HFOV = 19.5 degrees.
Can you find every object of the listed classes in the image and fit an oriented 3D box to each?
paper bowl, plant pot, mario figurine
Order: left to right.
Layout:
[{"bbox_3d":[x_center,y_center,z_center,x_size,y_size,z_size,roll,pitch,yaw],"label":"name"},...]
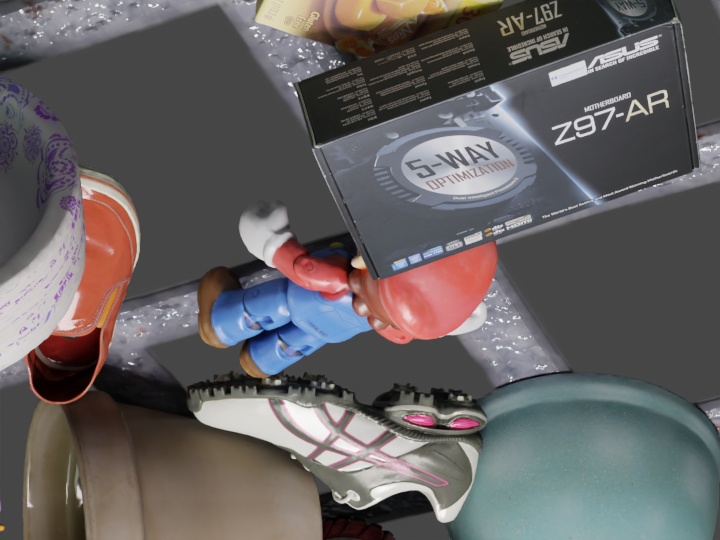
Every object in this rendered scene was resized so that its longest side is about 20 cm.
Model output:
[{"bbox_3d":[-0.251,-0.015,1.164,0.200,0.201,0.105,2,139,1],"label":"paper bowl"},{"bbox_3d":[-0.124,0.179,1.414,0.173,0.201,0.200,0,142,-21],"label":"plant pot"},{"bbox_3d":[0.000,0.000,1.286,0.199,0.107,0.123,-16,173,36],"label":"mario figurine"},{"bbox_3d":[0.150,0.183,1.425,0.199,0.135,0.201,2,139,1],"label":"plant pot"}]

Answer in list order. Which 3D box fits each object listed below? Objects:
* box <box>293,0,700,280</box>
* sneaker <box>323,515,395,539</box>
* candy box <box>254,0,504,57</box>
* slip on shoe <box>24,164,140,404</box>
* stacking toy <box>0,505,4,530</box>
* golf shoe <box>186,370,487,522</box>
[{"bbox_3d":[0.079,-0.077,1.133,0.199,0.044,0.160,-19,151,3],"label":"box"},{"bbox_3d":[-0.061,0.253,1.559,0.200,0.082,0.078,-31,129,34],"label":"sneaker"},{"bbox_3d":[0.035,-0.190,1.054,0.115,0.055,0.200,16,138,-17],"label":"candy box"},{"bbox_3d":[-0.178,0.010,1.299,0.074,0.061,0.200,10,138,-5],"label":"slip on shoe"},{"bbox_3d":[-0.277,0.154,1.370,0.116,0.110,0.200,18,171,-23],"label":"stacking toy"},{"bbox_3d":[-0.018,0.112,1.373,0.199,0.089,0.077,8,-177,-4],"label":"golf shoe"}]
